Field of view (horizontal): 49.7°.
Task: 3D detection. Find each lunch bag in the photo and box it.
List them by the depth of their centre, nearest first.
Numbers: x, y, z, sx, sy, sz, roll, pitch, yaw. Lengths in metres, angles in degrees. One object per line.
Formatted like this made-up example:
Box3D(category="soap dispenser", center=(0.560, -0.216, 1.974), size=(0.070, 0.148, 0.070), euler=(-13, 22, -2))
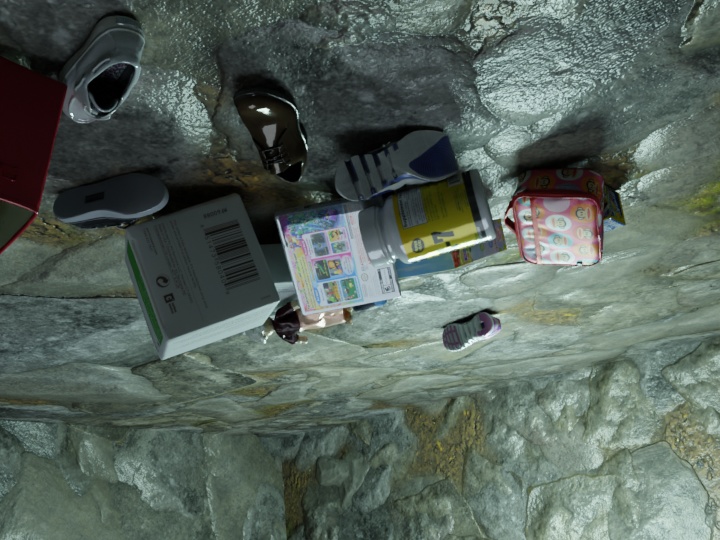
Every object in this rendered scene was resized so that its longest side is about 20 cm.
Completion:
Box3D(category="lunch bag", center=(0.340, -0.093, 1.375), size=(0.174, 0.082, 0.201), euler=(4, 144, 22))

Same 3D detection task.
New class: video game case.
Box3D(category="video game case", center=(-0.035, -0.026, 1.322), size=(0.180, 0.024, 0.202), euler=(-10, 120, 4))

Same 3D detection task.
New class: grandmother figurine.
Box3D(category="grandmother figurine", center=(-0.116, 0.092, 1.435), size=(0.198, 0.061, 0.122), euler=(-11, 125, -11))

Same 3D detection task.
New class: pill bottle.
Box3D(category="pill bottle", center=(0.104, -0.077, 1.220), size=(0.198, 0.115, 0.114), euler=(-16, 159, 12))

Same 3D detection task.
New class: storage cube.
Box3D(category="storage cube", center=(-0.461, -0.140, 0.892), size=(0.170, 0.181, 0.199), euler=(22, 147, -35))

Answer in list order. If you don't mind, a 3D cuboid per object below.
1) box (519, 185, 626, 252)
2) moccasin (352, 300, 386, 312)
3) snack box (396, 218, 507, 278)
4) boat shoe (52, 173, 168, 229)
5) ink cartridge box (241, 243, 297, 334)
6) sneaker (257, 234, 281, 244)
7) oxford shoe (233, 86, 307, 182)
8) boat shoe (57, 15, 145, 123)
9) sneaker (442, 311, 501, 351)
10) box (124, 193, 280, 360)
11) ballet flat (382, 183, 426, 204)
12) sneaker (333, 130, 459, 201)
Box3D(category="box", center=(0.398, -0.090, 1.489), size=(0.199, 0.071, 0.064), euler=(-23, 152, 39))
Box3D(category="moccasin", center=(0.000, 0.000, 1.462), size=(0.068, 0.201, 0.081), euler=(-24, 120, 11))
Box3D(category="snack box", center=(0.148, -0.039, 1.429), size=(0.168, 0.068, 0.199), euler=(-10, -177, 38))
Box3D(category="boat shoe", center=(-0.381, -0.098, 1.221), size=(0.197, 0.074, 0.068), euler=(-11, 155, 15))
Box3D(category="ink cartridge box", center=(-0.143, 0.035, 1.460), size=(0.143, 0.084, 0.200), euler=(-4, 152, -27))
Box3D(category="sneaker", center=(-0.191, -0.020, 1.503), size=(0.198, 0.071, 0.109), euler=(-7, 159, -6))
Box3D(category="oxford shoe", center=(-0.114, -0.181, 1.064), size=(0.072, 0.085, 0.200), euler=(-10, 158, 15))
Box3D(category="boat shoe", center=(-0.307, -0.218, 0.922), size=(0.072, 0.069, 0.199), euler=(12, 153, -41))
Box3D(category="sneaker", center=(0.319, 0.176, 2.197), size=(0.088, 0.081, 0.199), euler=(2, 159, -43))
Box3D(category="box", center=(-0.269, 0.013, 1.297), size=(0.198, 0.201, 0.171), euler=(-19, 170, -21))
Box3D(category="ballet flat", center=(0.071, -0.122, 1.308), size=(0.198, 0.074, 0.073), euler=(-8, 161, 21))
Box3D(category="sneaker", center=(0.041, -0.158, 1.198), size=(0.198, 0.081, 0.115), euler=(-17, -173, -14))
